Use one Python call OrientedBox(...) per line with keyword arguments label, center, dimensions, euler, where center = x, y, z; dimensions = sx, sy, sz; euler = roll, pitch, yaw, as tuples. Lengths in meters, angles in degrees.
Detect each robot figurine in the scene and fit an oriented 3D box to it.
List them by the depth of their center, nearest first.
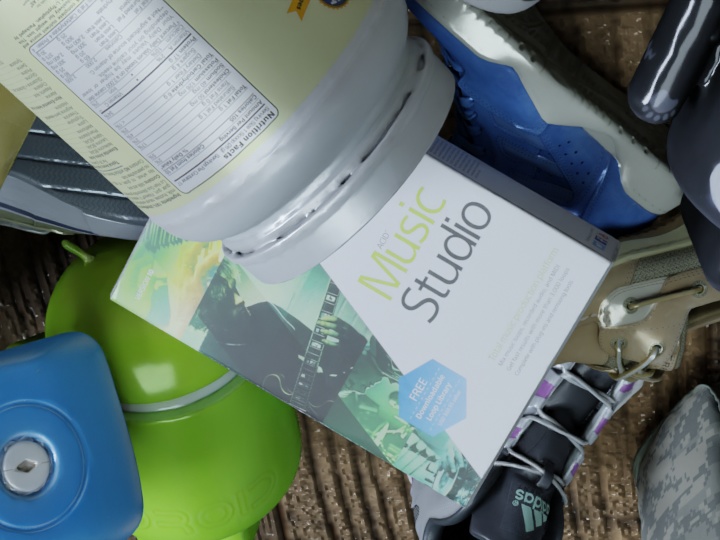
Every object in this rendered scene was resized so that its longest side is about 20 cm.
OrientedBox(label="robot figurine", center=(0.212, -0.082, 1.105), dimensions=(0.125, 0.150, 0.201), euler=(40, 128, 25))
OrientedBox(label="robot figurine", center=(-0.095, 0.060, 1.267), dimensions=(0.174, 0.116, 0.201), euler=(3, 135, 17))

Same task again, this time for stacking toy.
OrientedBox(label="stacking toy", center=(-0.199, 0.098, 1.227), dimensions=(0.116, 0.110, 0.200), euler=(-16, -177, -27))

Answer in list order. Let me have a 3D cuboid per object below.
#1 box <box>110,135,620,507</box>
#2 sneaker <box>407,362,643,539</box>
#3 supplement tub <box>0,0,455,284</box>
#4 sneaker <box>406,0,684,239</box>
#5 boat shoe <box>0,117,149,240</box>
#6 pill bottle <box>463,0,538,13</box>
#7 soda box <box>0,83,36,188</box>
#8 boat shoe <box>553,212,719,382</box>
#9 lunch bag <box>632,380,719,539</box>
OrientedBox(label="box", center=(0.000, 0.000, 1.143), dimensions=(0.199, 0.036, 0.145), euler=(30, 111, 3))
OrientedBox(label="sneaker", center=(0.097, 0.098, 1.274), dimensions=(0.077, 0.140, 0.200), euler=(27, 130, -21))
OrientedBox(label="supplement tub", center=(-0.072, -0.105, 1.019), dimensions=(0.200, 0.145, 0.145), euler=(42, 123, -19))
OrientedBox(label="sneaker", center=(0.059, -0.066, 1.164), dimensions=(0.111, 0.077, 0.200), euler=(-38, 128, 21))
OrientedBox(label="boat shoe", center=(-0.162, -0.054, 1.208), dimensions=(0.199, 0.072, 0.062), euler=(13, 157, -4))
OrientedBox(label="pill bottle", center=(0.100, -0.205, 1.007), dimensions=(0.111, 0.112, 0.200), euler=(34, 127, -26))
OrientedBox(label="soda box", center=(-0.206, -0.023, 1.095), dimensions=(0.064, 0.068, 0.201), euler=(24, 98, -18))
OrientedBox(label="boat shoe", center=(0.136, 0.020, 1.195), dimensions=(0.199, 0.065, 0.072), euler=(-24, 167, -13))
OrientedBox(label="lunch bag", center=(0.222, 0.149, 1.277), dimensions=(0.167, 0.201, 0.139), euler=(-28, 126, 25))
